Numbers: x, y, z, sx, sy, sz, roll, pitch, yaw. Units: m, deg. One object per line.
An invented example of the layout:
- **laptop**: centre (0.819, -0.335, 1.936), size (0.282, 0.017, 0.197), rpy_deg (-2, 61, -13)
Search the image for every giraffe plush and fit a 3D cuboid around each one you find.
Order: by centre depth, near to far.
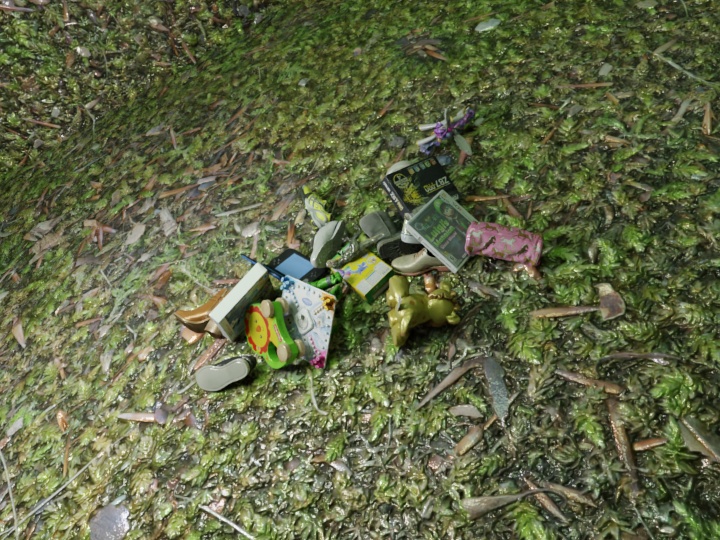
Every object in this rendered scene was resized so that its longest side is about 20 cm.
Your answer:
- **giraffe plush**: centre (0.160, 0.092, 1.408), size (0.159, 0.200, 0.176), rpy_deg (-4, 79, -8)

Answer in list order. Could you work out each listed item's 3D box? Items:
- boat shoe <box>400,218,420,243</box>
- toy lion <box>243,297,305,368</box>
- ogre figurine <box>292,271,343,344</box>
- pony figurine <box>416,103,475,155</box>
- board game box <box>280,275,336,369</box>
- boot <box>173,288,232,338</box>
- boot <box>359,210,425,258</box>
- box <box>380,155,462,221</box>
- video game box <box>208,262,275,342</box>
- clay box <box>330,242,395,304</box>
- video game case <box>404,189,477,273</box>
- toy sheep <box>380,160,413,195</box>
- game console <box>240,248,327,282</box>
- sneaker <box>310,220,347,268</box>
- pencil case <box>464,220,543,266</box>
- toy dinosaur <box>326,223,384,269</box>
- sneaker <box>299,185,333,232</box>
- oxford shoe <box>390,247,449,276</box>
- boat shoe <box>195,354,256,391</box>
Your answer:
- **boat shoe**: centre (0.207, -0.108, 1.550), size (0.196, 0.063, 0.072), rpy_deg (-2, 23, -18)
- **toy lion**: centre (-0.252, 0.177, 1.550), size (0.191, 0.068, 0.203), rpy_deg (-39, 69, 43)
- **ogre figurine**: centre (-0.120, 0.100, 1.564), size (0.118, 0.098, 0.204), rpy_deg (4, 89, 30)
- **pony figurine**: centre (0.279, -0.453, 1.822), size (0.198, 0.167, 0.195), rpy_deg (-21, 36, 30)
- **board game box**: centre (-0.156, 0.138, 1.515), size (0.198, 0.026, 0.204), rpy_deg (21, 106, 38)
- **boot**: centre (-0.469, 0.117, 1.751), size (0.197, 0.074, 0.156), rpy_deg (15, 61, 21)
- **boot**: centre (0.101, -0.117, 1.665), size (0.178, 0.074, 0.201), rpy_deg (-9, 27, -8)
- **box**: centre (0.178, -0.231, 1.635), size (0.198, 0.049, 0.163), rpy_deg (-26, 79, -30)
- **video game box**: centre (-0.334, 0.096, 1.624), size (0.047, 0.183, 0.201), rpy_deg (37, 72, 12)
- **clay box**: centre (0.000, 0.000, 1.630), size (0.115, 0.048, 0.199), rpy_deg (-42, 45, -10)
- **video game case**: centre (0.236, -0.109, 1.511), size (0.181, 0.023, 0.200), rpy_deg (42, 51, 7)
- **toy sheep**: centre (0.132, -0.269, 1.734), size (0.135, 0.139, 0.202), rpy_deg (-15, 42, 14)
- **game console**: centre (-0.228, -0.024, 1.696), size (0.198, 0.120, 0.170), rpy_deg (27, 56, 39)
- **sneaker**: centre (-0.110, -0.079, 1.732), size (0.079, 0.077, 0.201), rpy_deg (6, 41, 25)
- **pencil case**: centre (0.367, -0.068, 1.441), size (0.196, 0.087, 0.084), rpy_deg (11, 60, 11)
- **toy dinosaur**: centre (-0.017, -0.077, 1.625), size (0.198, 0.047, 0.089), rpy_deg (-34, 51, 20)
- **sneaker**: centre (-0.147, -0.211, 1.875), size (0.075, 0.076, 0.202), rpy_deg (-23, 56, -4)
- **oxford shoe**: centre (0.172, -0.038, 1.556), size (0.196, 0.074, 0.072), rpy_deg (-10, 48, 19)
- **boat shoe**: centre (-0.373, 0.280, 1.569), size (0.198, 0.075, 0.060), rpy_deg (-25, 1, 27)
